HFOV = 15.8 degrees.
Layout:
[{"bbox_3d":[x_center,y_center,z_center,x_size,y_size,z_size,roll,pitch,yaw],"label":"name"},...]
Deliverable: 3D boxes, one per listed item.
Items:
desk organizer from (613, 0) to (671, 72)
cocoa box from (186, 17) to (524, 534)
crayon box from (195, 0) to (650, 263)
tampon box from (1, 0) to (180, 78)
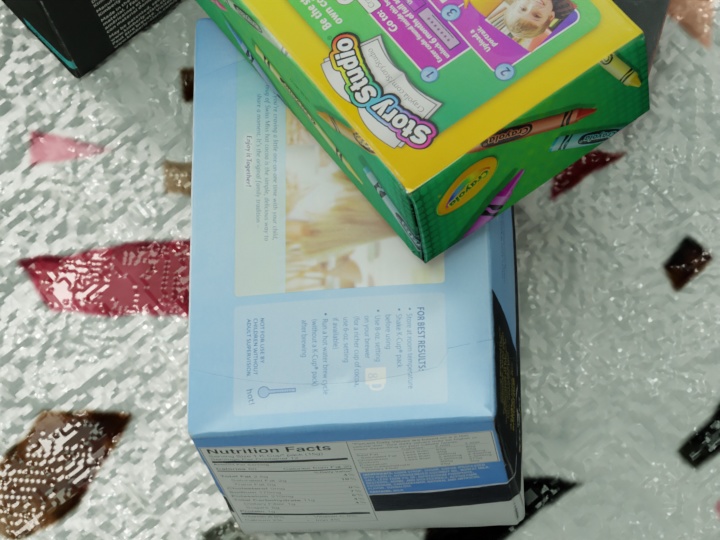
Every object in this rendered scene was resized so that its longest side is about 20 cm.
[{"bbox_3d":[0.041,-0.136,1.218,0.200,0.077,0.072,15,102,-1],"label":"desk organizer"},{"bbox_3d":[0.000,0.000,1.135,0.133,0.131,0.200,-4,66,7],"label":"cocoa box"},{"bbox_3d":[0.013,-0.114,1.080,0.119,0.058,0.200,-34,63,-11],"label":"crayon box"},{"bbox_3d":[-0.150,-0.217,1.219,0.126,0.200,0.150,-39,67,-9],"label":"tampon box"}]
